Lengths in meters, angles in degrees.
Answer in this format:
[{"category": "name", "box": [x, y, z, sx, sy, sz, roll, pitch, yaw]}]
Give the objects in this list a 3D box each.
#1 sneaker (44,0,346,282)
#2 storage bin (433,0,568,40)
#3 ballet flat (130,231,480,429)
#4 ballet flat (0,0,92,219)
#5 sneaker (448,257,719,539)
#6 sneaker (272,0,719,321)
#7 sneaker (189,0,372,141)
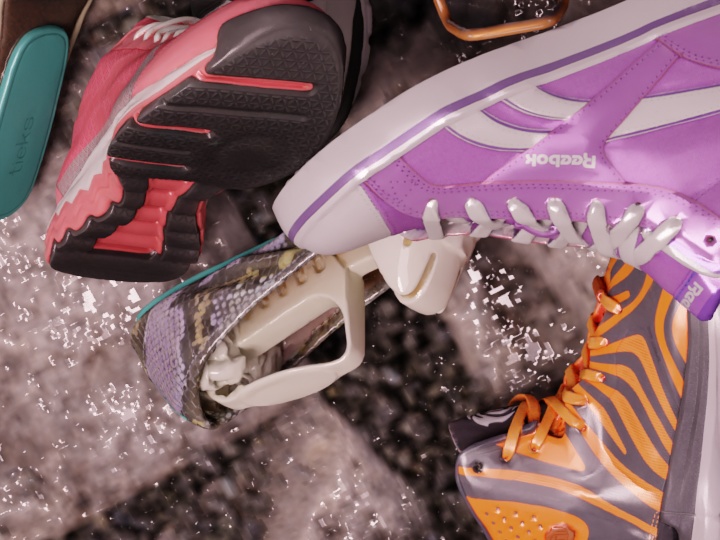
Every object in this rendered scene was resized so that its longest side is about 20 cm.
[{"category": "sneaker", "box": [-0.072, -0.067, 0.867, 0.074, 0.200, 0.087, 7, 65, -27]}, {"category": "storage bin", "box": [0.038, -0.146, 0.767, 0.200, 0.134, 0.146, -9, 103, 4]}, {"category": "ballet flat", "box": [0.000, 0.000, 0.911, 0.200, 0.072, 0.072, -35, 94, 17]}, {"category": "ballet flat", "box": [-0.138, -0.114, 0.921, 0.069, 0.069, 0.200, 27, 106, 3]}, {"category": "sneaker", "box": [0.089, 0.043, 0.904, 0.112, 0.078, 0.200, 0, 102, 9]}, {"category": "sneaker", "box": [0.075, -0.024, 0.827, 0.200, 0.073, 0.114, -23, 80, 4]}, {"category": "sneaker", "box": [-0.040, -0.137, 0.884, 0.074, 0.080, 0.200, -4, 108, 9]}]
